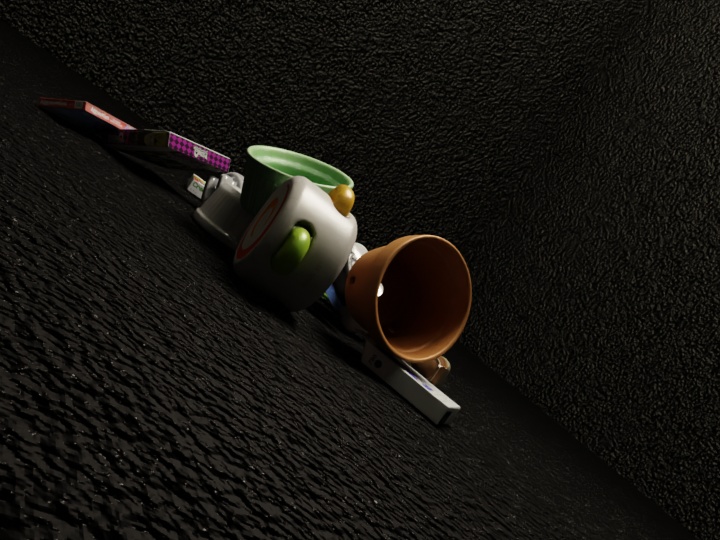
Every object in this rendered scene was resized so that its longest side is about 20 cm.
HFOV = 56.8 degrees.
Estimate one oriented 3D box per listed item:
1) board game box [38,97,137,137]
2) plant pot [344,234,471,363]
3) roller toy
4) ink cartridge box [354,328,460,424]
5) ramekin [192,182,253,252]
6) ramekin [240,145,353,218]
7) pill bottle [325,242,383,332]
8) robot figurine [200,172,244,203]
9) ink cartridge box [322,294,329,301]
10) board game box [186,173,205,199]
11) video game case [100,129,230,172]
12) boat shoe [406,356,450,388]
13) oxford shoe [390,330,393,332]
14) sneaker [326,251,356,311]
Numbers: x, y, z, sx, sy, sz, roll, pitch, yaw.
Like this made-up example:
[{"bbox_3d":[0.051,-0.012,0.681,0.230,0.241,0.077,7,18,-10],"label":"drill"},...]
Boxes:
[{"bbox_3d":[-0.527,-0.297,1.318,0.101,0.020,0.200,9,-3,12],"label":"board game box"},{"bbox_3d":[0.066,0.039,1.101,0.199,0.202,0.139,34,-13,-31],"label":"plant pot"},{"bbox_3d":[-0.096,-0.039,1.036,0.139,0.202,0.182,35,-41,-21],"label":"roller toy"},{"bbox_3d":[0.068,0.173,1.083,0.199,0.039,0.099,39,4,23],"label":"ink cartridge box"},{"bbox_3d":[-0.220,-0.088,1.303,0.201,0.095,0.202,36,3,-2],"label":"ramekin"},{"bbox_3d":[-0.119,-0.141,1.189,0.197,0.099,0.200,18,19,-6],"label":"ramekin"},{"bbox_3d":[-0.022,0.011,1.311,0.202,0.114,0.114,60,14,27],"label":"pill bottle"},{"bbox_3d":[-0.262,-0.142,1.483,0.168,0.115,0.199,5,-17,36],"label":"robot figurine"},{"bbox_3d":[-0.089,0.007,1.540,0.199,0.076,0.147,37,2,42],"label":"ink cartridge box"},{"bbox_3d":[-0.347,-0.167,1.683,0.199,0.035,0.126,36,3,-20],"label":"board game box"},{"bbox_3d":[-0.400,-0.247,1.384,0.179,0.036,0.199,8,-3,24],"label":"video game case"},{"bbox_3d":[0.093,0.163,1.206,0.074,0.076,0.200,38,-7,-17],"label":"boat shoe"},{"bbox_3d":[0.100,0.106,1.307,0.198,0.072,0.074,-24,-51,39],"label":"oxford shoe"},{"bbox_3d":[-0.048,-0.024,1.236,0.070,0.077,0.202,68,-2,-66],"label":"sneaker"}]
